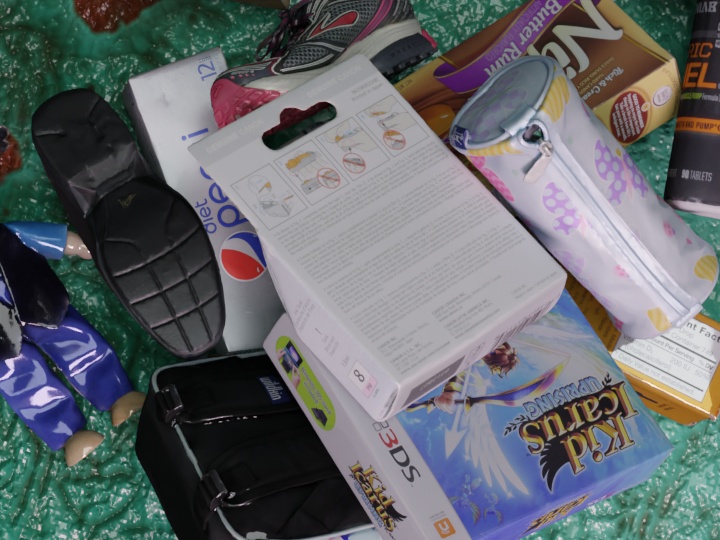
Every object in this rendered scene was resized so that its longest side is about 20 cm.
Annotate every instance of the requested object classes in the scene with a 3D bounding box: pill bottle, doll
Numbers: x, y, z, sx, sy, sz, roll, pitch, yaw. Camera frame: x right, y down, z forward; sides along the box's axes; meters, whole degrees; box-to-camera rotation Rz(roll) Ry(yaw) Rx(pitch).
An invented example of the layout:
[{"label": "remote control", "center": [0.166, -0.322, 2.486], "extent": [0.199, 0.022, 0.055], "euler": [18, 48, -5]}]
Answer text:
[{"label": "pill bottle", "center": [0.265, -0.131, 1.733], "extent": [0.106, 0.106, 0.201], "euler": [10, 90, -7]}, {"label": "doll", "center": [-0.222, 0.025, 1.739], "extent": [0.136, 0.048, 0.200], "euler": [-40, 97, -10]}]

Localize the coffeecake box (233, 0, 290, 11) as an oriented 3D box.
[{"label": "coffeecake box", "center": [-0.104, -0.288, 1.760], "extent": [0.153, 0.073, 0.201], "euler": [11, 84, 6]}]

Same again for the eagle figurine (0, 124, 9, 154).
[{"label": "eagle figurine", "center": [-0.344, -0.109, 1.714], "extent": [0.200, 0.151, 0.152], "euler": [-19, 133, -38]}]

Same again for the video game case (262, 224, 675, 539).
[{"label": "video game case", "center": [0.068, 0.079, 1.651], "extent": [0.200, 0.045, 0.182], "euler": [-21, 69, -34]}]

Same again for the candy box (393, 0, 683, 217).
[{"label": "candy box", "center": [0.101, -0.104, 1.768], "extent": [0.200, 0.057, 0.117], "euler": [-33, 49, -8]}]

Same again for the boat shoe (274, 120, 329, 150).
[{"label": "boat shoe", "center": [0.000, 0.000, 1.773], "extent": [0.065, 0.074, 0.200], "euler": [-30, 80, -5]}]

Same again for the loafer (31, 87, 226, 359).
[{"label": "loafer", "center": [-0.145, -0.024, 1.719], "extent": [0.073, 0.072, 0.200], "euler": [-25, 70, -12]}]

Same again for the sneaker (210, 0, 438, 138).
[{"label": "sneaker", "center": [-0.035, -0.140, 1.738], "extent": [0.200, 0.081, 0.075], "euler": [-29, 91, -51]}]

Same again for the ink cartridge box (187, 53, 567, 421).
[{"label": "ink cartridge box", "center": [0.007, -0.022, 1.638], "extent": [0.162, 0.057, 0.200], "euler": [-31, 68, -37]}]

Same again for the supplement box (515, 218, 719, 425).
[{"label": "supplement box", "center": [0.156, 0.033, 1.789], "extent": [0.200, 0.067, 0.069], "euler": [29, 79, -6]}]

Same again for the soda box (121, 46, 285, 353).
[{"label": "soda box", "center": [-0.093, -0.041, 1.760], "extent": [0.068, 0.063, 0.201], "euler": [-21, 89, -11]}]

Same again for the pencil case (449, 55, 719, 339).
[{"label": "pencil case", "center": [0.144, -0.046, 1.684], "extent": [0.083, 0.091, 0.200], "euler": [-48, 119, -9]}]

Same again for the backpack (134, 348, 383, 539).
[{"label": "backpack", "center": [-0.027, 0.133, 1.693], "extent": [0.199, 0.151, 0.178], "euler": [-14, 49, -22]}]
